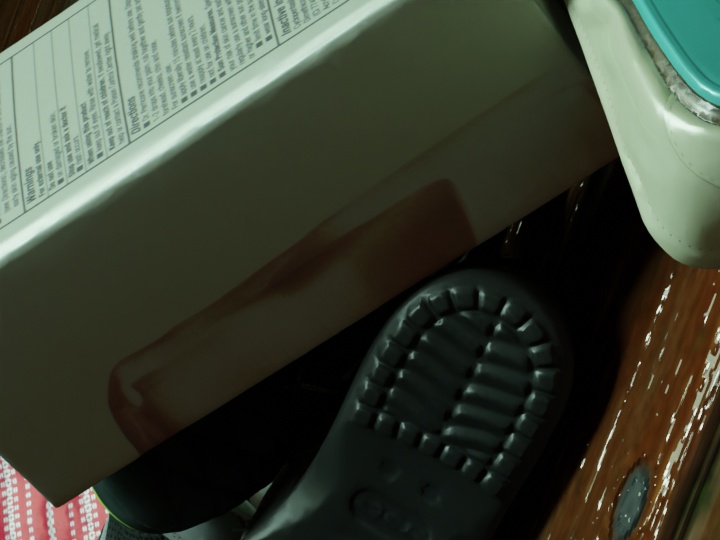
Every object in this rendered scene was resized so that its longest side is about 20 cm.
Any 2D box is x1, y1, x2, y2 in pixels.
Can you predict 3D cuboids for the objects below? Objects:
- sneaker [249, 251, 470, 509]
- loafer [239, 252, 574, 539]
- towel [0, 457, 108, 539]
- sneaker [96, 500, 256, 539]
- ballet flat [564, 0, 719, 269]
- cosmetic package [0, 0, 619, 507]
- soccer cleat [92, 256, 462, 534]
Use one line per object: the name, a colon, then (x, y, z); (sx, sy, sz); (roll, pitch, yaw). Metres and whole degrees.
sneaker: (0.000, 0.000, 0.982); (0.081, 0.076, 0.201); (119, 168, -70)
loafer: (0.008, 0.077, 0.868); (0.200, 0.073, 0.071); (-55, -3, 26)
towel: (-0.133, 0.105, 1.182); (0.200, 0.022, 0.145); (-21, 69, 36)
sneaker: (-0.069, 0.124, 0.976); (0.077, 0.078, 0.200); (-36, -23, -27)
ballet flat: (0.075, -0.078, 0.768); (0.200, 0.069, 0.070); (-103, 33, -45)
cosmetic package: (-0.033, -0.036, 0.826); (0.200, 0.087, 0.104); (-31, 36, 14)
soccer cleat: (-0.008, -0.003, 0.891); (0.200, 0.068, 0.081); (-46, 0, -24)
